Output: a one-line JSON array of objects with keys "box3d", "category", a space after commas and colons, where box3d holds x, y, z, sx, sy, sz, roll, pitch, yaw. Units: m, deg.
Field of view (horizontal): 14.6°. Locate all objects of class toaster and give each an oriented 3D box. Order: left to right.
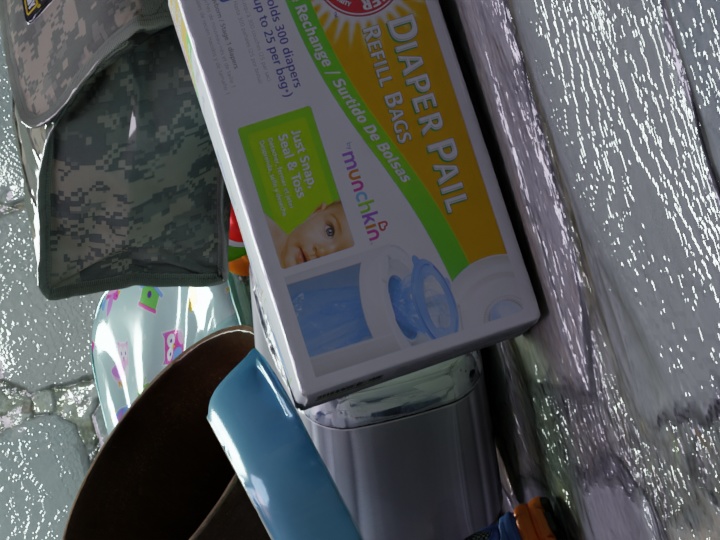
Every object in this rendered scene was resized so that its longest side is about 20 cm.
[{"box3d": [0.007, 0.060, 1.451, 0.201, 0.113, 0.130, -109, 8, -46], "category": "toaster"}]

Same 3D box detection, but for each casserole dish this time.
[{"box3d": [-0.019, 0.127, 1.305, 0.201, 0.039, 0.121, 64, 175, -34], "category": "casserole dish"}]

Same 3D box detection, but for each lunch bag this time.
[{"box3d": [-0.124, -0.111, 1.440, 0.201, 0.117, 0.165, 97, 165, -46], "category": "lunch bag"}, {"box3d": [-0.096, 0.046, 1.766, 0.200, 0.077, 0.161, -50, 43, 45], "category": "lunch bag"}]

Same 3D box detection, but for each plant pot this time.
[{"box3d": [-0.039, 0.164, 1.636, 0.200, 0.187, 0.187, 36, -169, -24], "category": "plant pot"}]

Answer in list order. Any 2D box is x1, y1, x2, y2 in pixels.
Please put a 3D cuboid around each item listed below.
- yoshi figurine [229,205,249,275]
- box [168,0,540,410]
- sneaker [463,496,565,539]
[{"box3d": [-0.038, -0.071, 1.541, 0.200, 0.112, 0.113, 149, 109, -65], "category": "yoshi figurine"}, {"box3d": [-0.006, -0.053, 1.239, 0.101, 0.112, 0.201, 115, 137, -83], "category": "box"}, {"box3d": [0.064, 0.175, 1.379, 0.200, 0.078, 0.076, 82, 171, -56], "category": "sneaker"}]
